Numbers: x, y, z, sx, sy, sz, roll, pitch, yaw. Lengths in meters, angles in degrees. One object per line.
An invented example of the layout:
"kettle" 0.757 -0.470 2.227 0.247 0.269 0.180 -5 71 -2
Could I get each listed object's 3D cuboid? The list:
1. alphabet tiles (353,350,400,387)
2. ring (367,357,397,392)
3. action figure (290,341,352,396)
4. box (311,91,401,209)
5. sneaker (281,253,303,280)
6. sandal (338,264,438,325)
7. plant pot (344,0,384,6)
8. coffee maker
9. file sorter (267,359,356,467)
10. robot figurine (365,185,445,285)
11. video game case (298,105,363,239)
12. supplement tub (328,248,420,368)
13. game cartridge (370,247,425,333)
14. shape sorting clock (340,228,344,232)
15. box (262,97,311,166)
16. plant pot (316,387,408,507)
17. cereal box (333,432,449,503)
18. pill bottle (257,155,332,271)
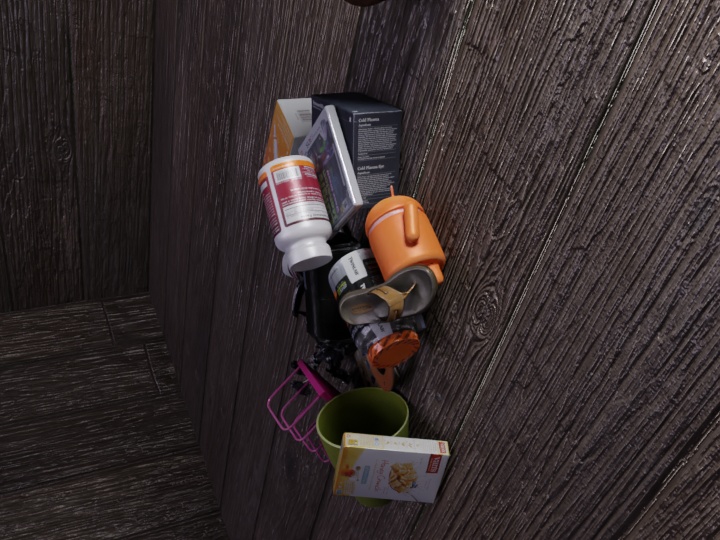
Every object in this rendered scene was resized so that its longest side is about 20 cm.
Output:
"alphabet tiles" 0.032 0.180 1.648 0.168 0.006 0.200 68 152 25
"ring" 0.037 0.145 1.560 0.200 0.019 0.202 168 90 -76
"action figure" -0.075 0.209 1.783 0.199 0.102 0.120 -35 55 34
"box" -0.013 -0.237 1.495 0.200 0.103 0.184 40 134 54
"sneaker" -0.142 -0.064 1.881 0.086 0.080 0.202 32 135 43
"sandal" 0.040 0.050 1.284 0.199 0.055 0.082 -16 100 30
"plant pot" 0.063 -0.514 1.190 0.199 0.186 0.189 15 112 48
"coffee maker" -0.048 0.036 1.572 0.191 0.134 0.202 22 122 48
"file sorter" -0.087 0.323 1.683 0.200 0.125 0.139 46 178 -34
"robot figurine" 0.078 -0.048 1.353 0.144 0.116 0.201 34 -150 -59
"video game case" -0.061 -0.181 1.469 0.182 0.023 0.202 -42 62 62
"supplement tub" 0.027 0.070 1.415 0.201 0.121 0.123 65 150 31
"game cartridge" 0.066 0.037 1.502 0.130 0.038 0.202 -41 61 56
"shape sorting clock" -0.067 -0.026 1.754 0.200 0.039 0.202 31 125 58
"box" -0.148 -0.278 1.775 0.125 0.097 0.201 64 150 32
"plant pot" 0.018 0.376 1.567 0.187 0.186 0.202 39 144 55
"cereal box" 0.055 0.371 1.441 0.040 0.198 0.145 -91 10 -53
"pill bottle" -0.120 -0.106 1.463 0.113 0.112 0.202 -41 61 61
